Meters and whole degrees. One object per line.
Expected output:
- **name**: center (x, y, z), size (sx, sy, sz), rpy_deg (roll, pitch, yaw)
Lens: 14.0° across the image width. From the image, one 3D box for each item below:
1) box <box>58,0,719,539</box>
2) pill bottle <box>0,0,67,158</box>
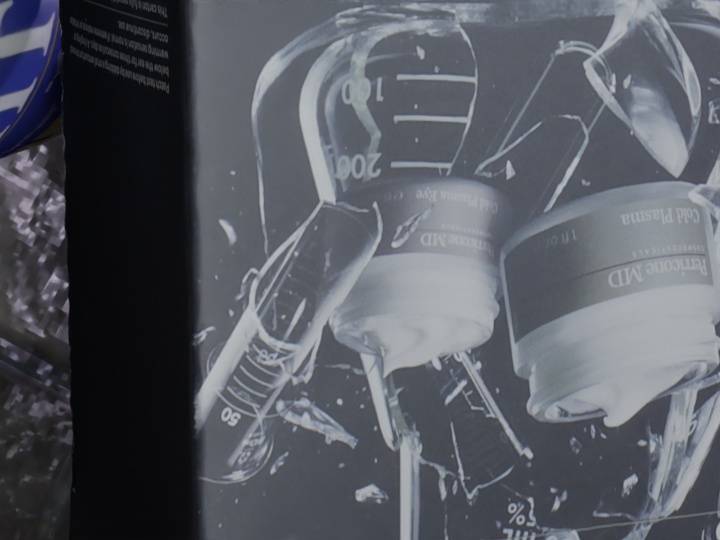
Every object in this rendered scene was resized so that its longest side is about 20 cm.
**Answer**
- **box**: center (0.034, -0.019, 0.715), size (0.199, 0.104, 0.183), rpy_deg (-6, 103, -22)
- **pill bottle**: center (-0.144, -0.071, 0.709), size (0.200, 0.119, 0.120), rpy_deg (-27, 110, -60)
